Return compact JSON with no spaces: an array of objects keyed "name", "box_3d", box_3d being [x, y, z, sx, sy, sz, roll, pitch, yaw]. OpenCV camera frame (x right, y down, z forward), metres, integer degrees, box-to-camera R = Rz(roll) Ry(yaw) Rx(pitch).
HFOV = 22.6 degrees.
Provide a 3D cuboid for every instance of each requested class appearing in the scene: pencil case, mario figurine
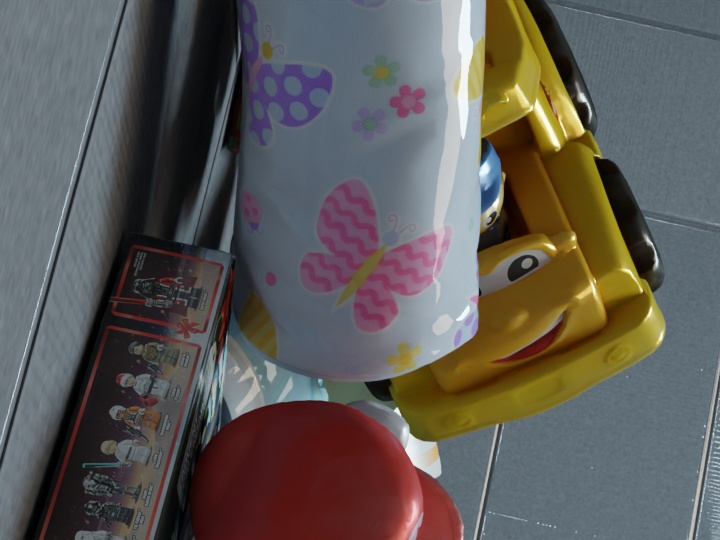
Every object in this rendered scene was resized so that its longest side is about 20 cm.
[{"name":"pencil case","box_3d":[-0.004,-0.063,0.590,0.083,0.090,0.201,-82,171,-62]},{"name":"mario figurine","box_3d":[-0.007,0.108,0.632,0.200,0.106,0.124,123,-53,-68]}]

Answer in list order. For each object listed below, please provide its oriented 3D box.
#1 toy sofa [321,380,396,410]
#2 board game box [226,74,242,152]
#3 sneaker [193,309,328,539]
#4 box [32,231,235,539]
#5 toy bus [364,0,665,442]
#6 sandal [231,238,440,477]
[{"name":"toy sofa","box_3d":[0.000,0.000,0.884,0.083,0.098,0.200,-46,-176,33]},{"name":"board game box","box_3d":[-0.013,-0.155,0.897,0.103,0.019,0.201,-4,109,-63]},{"name":"sneaker","box_3d":[-0.044,0.071,0.781,0.082,0.074,0.200,-38,159,-27]},{"name":"box","box_3d":[-0.084,0.107,0.596,0.137,0.040,0.201,100,2,-56]},{"name":"toy bus","box_3d":[0.027,-0.062,0.712,0.192,0.135,0.200,62,7,-56]},{"name":"sandal","box_3d":[-0.001,0.063,0.946,0.207,0.059,0.079,64,17,-9]}]
